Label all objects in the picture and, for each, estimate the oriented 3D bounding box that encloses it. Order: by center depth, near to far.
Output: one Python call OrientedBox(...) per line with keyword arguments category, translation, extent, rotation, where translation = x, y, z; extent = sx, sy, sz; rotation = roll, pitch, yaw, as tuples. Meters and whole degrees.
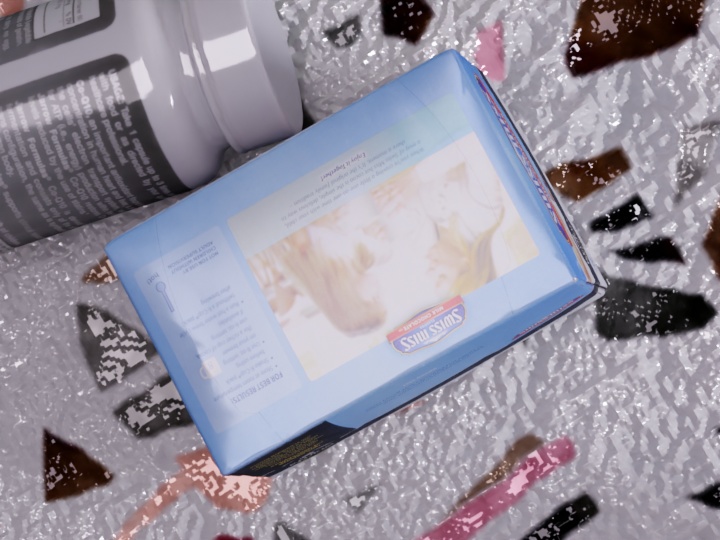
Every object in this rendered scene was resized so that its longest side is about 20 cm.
OrientedBox(category="cocoa box", translation=(0.000, 0.000, 1.468), extent=(0.200, 0.131, 0.134), rotation=(-29, 82, 8))
OrientedBox(category="pill bottle", translation=(-0.137, -0.083, 1.508), extent=(0.200, 0.114, 0.114), rotation=(-17, 83, 9))
